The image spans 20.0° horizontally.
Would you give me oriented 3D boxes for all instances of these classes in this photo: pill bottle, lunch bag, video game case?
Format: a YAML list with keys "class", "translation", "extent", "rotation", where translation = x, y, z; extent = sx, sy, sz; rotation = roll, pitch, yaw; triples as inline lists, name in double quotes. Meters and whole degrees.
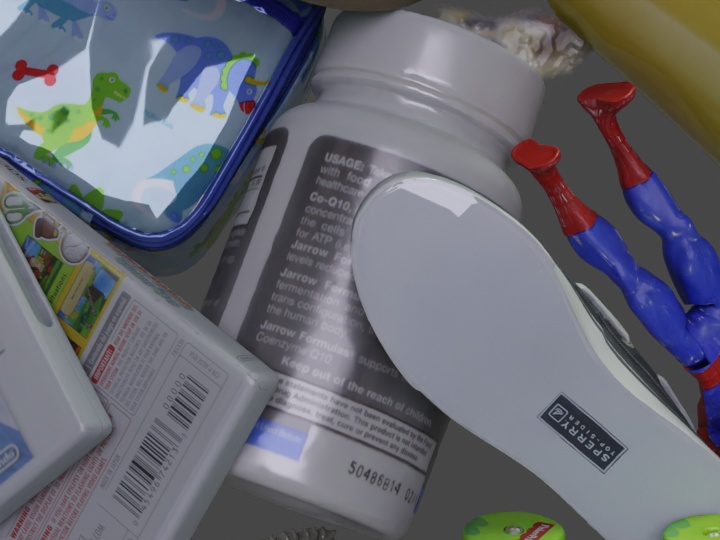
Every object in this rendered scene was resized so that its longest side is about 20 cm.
- class: "pill bottle"
  translation: [0.000, 0.000, 0.843]
  extent: [0.114, 0.114, 0.200]
  rotation: [20, 81, 5]
- class: "lunch bag"
  translation: [-0.122, -0.107, 0.884]
  extent: [0.200, 0.082, 0.161]
  rotation: [32, 78, 6]
- class: "video game case"
  translation: [-0.146, 0.074, 0.816]
  extent: [0.182, 0.023, 0.200]
  rotation: [36, 107, 24]
- class: "video game case"
  translation: [-0.210, 0.041, 0.825]
  extent: [0.200, 0.022, 0.183]
  rotation: [-38, 70, 24]

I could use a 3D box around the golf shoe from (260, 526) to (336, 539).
- class: "golf shoe"
  translation: [-0.071, 0.185, 0.829]
  extent: [0.078, 0.097, 0.200]
  rotation: [47, 55, -4]

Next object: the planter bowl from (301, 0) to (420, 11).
- class: "planter bowl"
  translation: [-0.003, -0.220, 0.796]
  extent: [0.200, 0.135, 0.201]
  rotation: [22, 46, -25]

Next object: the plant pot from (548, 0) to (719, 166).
- class: "plant pot"
  translation: [0.186, -0.115, 0.831]
  extent: [0.189, 0.201, 0.201]
  rotation: [33, 81, 23]

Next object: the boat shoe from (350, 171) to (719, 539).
- class: "boat shoe"
  translation: [0.071, 0.033, 0.791]
  extent: [0.200, 0.068, 0.072]
  rotation: [41, 101, -16]

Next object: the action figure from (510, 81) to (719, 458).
- class: "action figure"
  translation: [0.146, 0.024, 0.817]
  extent: [0.065, 0.099, 0.200]
  rotation: [-39, 112, -12]

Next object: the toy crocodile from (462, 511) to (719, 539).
- class: "toy crocodile"
  translation: [0.098, 0.132, 0.756]
  extent: [0.199, 0.062, 0.068]
  rotation: [0, 106, -2]
